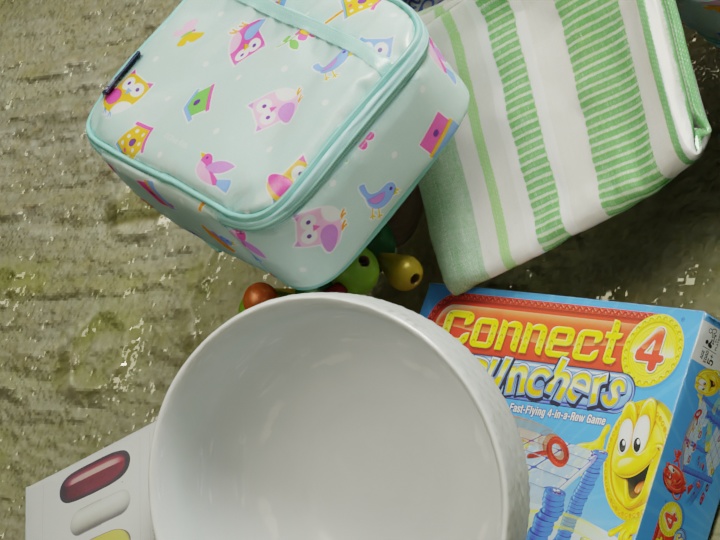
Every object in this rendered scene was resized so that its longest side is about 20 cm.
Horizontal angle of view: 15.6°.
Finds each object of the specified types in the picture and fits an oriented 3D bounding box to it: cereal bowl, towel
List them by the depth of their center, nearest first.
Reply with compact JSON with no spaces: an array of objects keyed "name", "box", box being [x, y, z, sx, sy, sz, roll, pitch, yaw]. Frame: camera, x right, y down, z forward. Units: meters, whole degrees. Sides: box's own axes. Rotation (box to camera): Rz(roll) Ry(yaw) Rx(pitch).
[{"name":"cereal bowl","box":[-0.002,0.108,1.318,0.199,0.083,0.201,2,94,25]},{"name":"towel","box":[0.092,-0.091,1.349,0.200,0.023,0.153,-27,72,46]}]

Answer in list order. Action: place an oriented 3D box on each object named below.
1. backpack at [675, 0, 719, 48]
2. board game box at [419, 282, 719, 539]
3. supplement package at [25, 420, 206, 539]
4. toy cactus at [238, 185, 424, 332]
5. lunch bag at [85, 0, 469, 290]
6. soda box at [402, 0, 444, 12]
[{"name":"backpack","box":[0.216,-0.210,1.344,0.175,0.153,0.201,-4,63,45]},{"name":"board game box","box":[0.090,0.113,1.357,0.199,0.056,0.197,5,72,46]},{"name":"supplement package","box":[-0.089,0.209,1.404,0.111,0.155,0.201,-28,51,31]},{"name":"toy cactus","box":[0.000,0.000,1.453,0.102,0.200,0.165,29,73,8]},{"name":"lunch bag","box":[-0.046,-0.089,1.394,0.161,0.077,0.200,-51,42,-9]},{"name":"soda box","box":[0.084,-0.170,1.466,0.200,0.068,0.064,-50,42,12]}]
